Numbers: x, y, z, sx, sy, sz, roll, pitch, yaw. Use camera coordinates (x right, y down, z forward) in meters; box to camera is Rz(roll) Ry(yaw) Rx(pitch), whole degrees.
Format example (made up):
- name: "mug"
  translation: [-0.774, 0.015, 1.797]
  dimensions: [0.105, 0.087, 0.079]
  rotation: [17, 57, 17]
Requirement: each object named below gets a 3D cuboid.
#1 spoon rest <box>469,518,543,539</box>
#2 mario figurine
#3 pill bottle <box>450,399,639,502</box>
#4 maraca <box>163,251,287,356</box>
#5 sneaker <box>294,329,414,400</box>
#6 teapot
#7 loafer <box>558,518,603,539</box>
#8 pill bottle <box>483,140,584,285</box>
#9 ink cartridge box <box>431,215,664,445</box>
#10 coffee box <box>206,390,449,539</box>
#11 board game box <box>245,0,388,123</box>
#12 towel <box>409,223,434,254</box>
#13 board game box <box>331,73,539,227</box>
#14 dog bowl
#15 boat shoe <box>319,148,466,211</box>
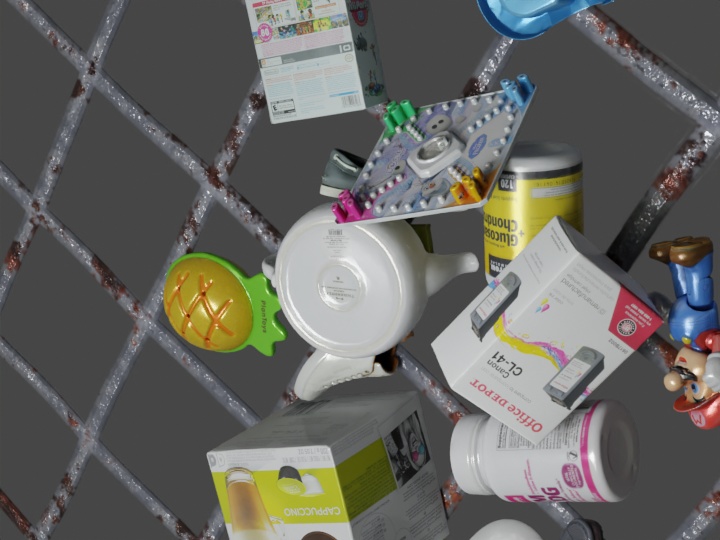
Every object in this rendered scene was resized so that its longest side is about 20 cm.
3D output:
- name: "spoon rest"
  translation: [0.145, 0.370, 1.772]
  dimensions: [0.198, 0.061, 0.101]
  rotation: [-18, 95, 24]
- name: "mario figurine"
  translation: [0.343, 0.071, 1.496]
  dimensions: [0.105, 0.123, 0.203]
  rotation: [-11, 94, 24]
- name: "pill bottle"
  translation: [0.210, 0.209, 1.632]
  dimensions: [0.198, 0.113, 0.115]
  rotation: [-7, 101, 36]
- name: "maraca"
  translation: [-0.177, 0.046, 1.852]
  dimensions: [0.198, 0.107, 0.139]
  rotation: [11, 119, 32]
- name: "sneaker"
  translation: [-0.009, 0.118, 1.779]
  dimensions: [0.085, 0.073, 0.200]
  rotation: [51, 125, 13]
- name: "teapot"
  translation: [0.000, 0.000, 1.670]
  dimensions: [0.200, 0.146, 0.198]
  rotation: [44, 118, 5]
- name: "loafer"
  translation: [0.268, 0.386, 1.692]
  dimensions: [0.072, 0.062, 0.203]
  rotation: [32, 121, 58]
- name: "pill bottle"
  translation: [0.192, -0.036, 1.567]
  dimensions: [0.111, 0.112, 0.203]
  rotation: [7, 108, 33]
- name: "ink cartridge box"
  translation: [0.198, 0.066, 1.502]
  dimensions: [0.147, 0.086, 0.200]
  rotation: [34, 107, -28]
- name: "coffee box"
  translation: [-0.037, 0.281, 1.771]
  dimensions: [0.198, 0.199, 0.200]
  rotation: [-7, 101, 36]
- name: "board game box"
  translation: [-0.057, -0.288, 1.692]
  dimensions: [0.146, 0.064, 0.203]
  rotation: [-4, 104, 34]
- name: "towel"
  translation: [0.007, -0.017, 1.764]
  dimensions: [0.198, 0.018, 0.087]
  rotation: [1, 110, 34]
- name: "board game box"
  translation: [0.080, -0.134, 1.566]
  dimensions: [0.198, 0.201, 0.026]
  rotation: [-7, 131, 36]
- name: "dog bowl"
  translation: [0.215, -0.322, 1.500]
  dimensions: [0.199, 0.049, 0.113]
  rotation: [-21, 92, 38]
- name: "boat shoe"
  translation: [0.039, -0.106, 1.677]
  dimensions: [0.198, 0.072, 0.063]
  rotation: [10, 93, 32]
